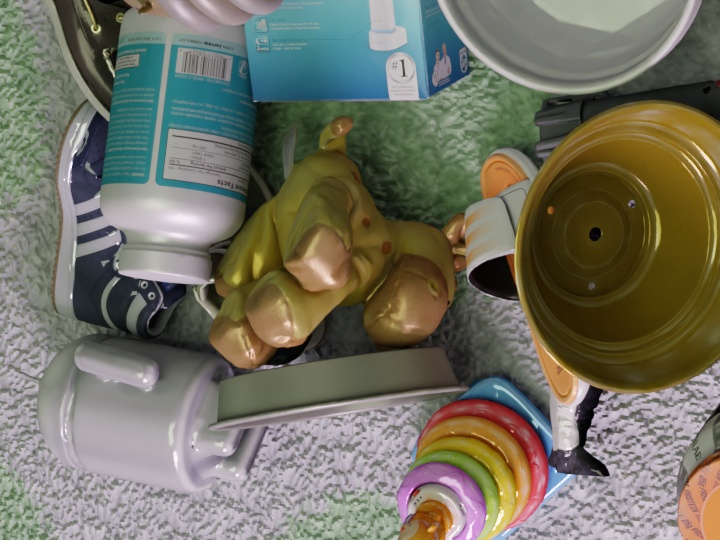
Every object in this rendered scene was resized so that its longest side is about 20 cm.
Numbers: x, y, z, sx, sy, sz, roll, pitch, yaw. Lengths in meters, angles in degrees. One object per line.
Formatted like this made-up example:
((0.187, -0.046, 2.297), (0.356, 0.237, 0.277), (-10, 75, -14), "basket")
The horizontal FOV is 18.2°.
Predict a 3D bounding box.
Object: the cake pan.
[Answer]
((-0.018, 0.089, 1.702), (0.200, 0.200, 0.037), (-11, 84, 27), "cake pan")

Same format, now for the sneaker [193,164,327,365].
((-0.101, -0.014, 1.755), (0.067, 0.090, 0.201), (-27, 94, 32), "sneaker")

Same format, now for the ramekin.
((0.155, -0.230, 1.559), (0.200, 0.105, 0.201), (8, 110, 22), "ramekin")

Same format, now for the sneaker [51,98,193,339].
((-0.184, -0.037, 1.796), (0.108, 0.070, 0.200), (21, 122, 22), "sneaker")

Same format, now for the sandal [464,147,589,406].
((0.112, 0.002, 1.627), (0.079, 0.059, 0.207), (120, 139, -55), "sandal")

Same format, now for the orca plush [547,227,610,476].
((0.180, 0.051, 1.662), (0.071, 0.105, 0.201), (-3, 87, -13), "orca plush")

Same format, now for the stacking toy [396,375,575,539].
((0.069, 0.171, 1.679), (0.110, 0.200, 0.116), (46, 120, 3), "stacking toy")

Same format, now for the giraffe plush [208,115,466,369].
((0.000, 0.000, 1.679), (0.162, 0.200, 0.172), (30, 141, -20), "giraffe plush")

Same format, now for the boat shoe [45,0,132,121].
((-0.200, -0.201, 1.747), (0.060, 0.072, 0.202), (-26, 93, 33), "boat shoe")

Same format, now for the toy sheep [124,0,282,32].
((-0.089, -0.239, 1.560), (0.200, 0.138, 0.138), (-28, 95, 25), "toy sheep")

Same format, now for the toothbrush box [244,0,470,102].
((-0.010, -0.229, 1.644), (0.146, 0.085, 0.201), (0, 108, 26), "toothbrush box")

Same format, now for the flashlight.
((0.223, -0.099, 1.595), (0.200, 0.068, 0.068), (-9, 112, 26), "flashlight")

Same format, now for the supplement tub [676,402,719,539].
((0.293, 0.137, 1.566), (0.122, 0.200, 0.123), (8, 110, 22), "supplement tub")

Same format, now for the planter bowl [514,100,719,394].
((0.179, -0.021, 1.557), (0.083, 0.200, 0.201), (-158, 54, -66), "planter bowl")

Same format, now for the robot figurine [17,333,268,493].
((-0.177, 0.114, 1.821), (0.199, 0.113, 0.170), (10, 145, 20), "robot figurine")

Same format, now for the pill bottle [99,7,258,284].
((-0.136, -0.093, 1.689), (0.111, 0.111, 0.201), (5, 84, 23), "pill bottle")
